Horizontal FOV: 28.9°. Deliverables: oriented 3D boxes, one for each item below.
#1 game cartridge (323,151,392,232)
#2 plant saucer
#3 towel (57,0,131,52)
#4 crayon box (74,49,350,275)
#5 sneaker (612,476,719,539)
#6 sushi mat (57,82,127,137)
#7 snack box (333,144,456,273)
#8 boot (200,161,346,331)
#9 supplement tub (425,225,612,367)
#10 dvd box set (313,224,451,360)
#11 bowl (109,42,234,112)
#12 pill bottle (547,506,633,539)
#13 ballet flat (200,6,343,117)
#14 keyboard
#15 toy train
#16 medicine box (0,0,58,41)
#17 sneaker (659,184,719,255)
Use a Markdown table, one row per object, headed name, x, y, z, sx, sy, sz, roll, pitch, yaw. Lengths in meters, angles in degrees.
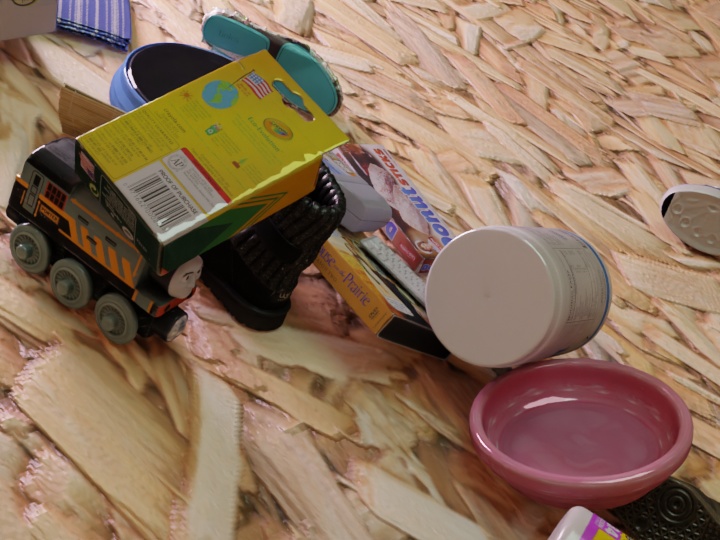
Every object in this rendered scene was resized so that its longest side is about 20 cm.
| name | x | y | z | sx | sy | sz | roll | pitch | yaw |
| --- | --- | --- | --- | --- | --- | --- | --- | --- | --- |
| game cartridge | -0.059 | -0.114 | 1.412 | 0.200 | 0.042 | 0.133 | 42 | 6 | 10 |
| plant saucer | 0.197 | 0.151 | 1.259 | 0.199 | 0.051 | 0.201 | -2 | 28 | 1 |
| towel | -0.360 | -0.314 | 1.596 | 0.199 | 0.024 | 0.145 | 14 | 33 | -21 |
| crayon box | -0.123 | -0.095 | 1.174 | 0.199 | 0.051 | 0.127 | -30 | 67 | -28 |
| sneaker | 0.317 | 0.242 | 1.275 | 0.199 | 0.071 | 0.076 | 30 | 7 | 10 |
| sushi mat | -0.205 | -0.120 | 1.374 | 0.199 | 0.096 | 0.012 | 25 | 68 | -3 |
| snack box | 0.042 | -0.070 | 1.530 | 0.072 | 0.024 | 0.200 | -2 | 42 | -38 |
| boot | -0.111 | -0.065 | 1.294 | 0.211 | 0.158 | 0.079 | 41 | 36 | 21 |
| supplement tub | 0.156 | 0.023 | 1.339 | 0.132 | 0.132 | 0.200 | 40 | 17 | 20 |
| dvd box set | 0.000 | 0.000 | 1.351 | 0.200 | 0.029 | 0.146 | 49 | 13 | 30 |
| bowl | -0.174 | -0.182 | 1.523 | 0.199 | 0.040 | 0.201 | 18 | 34 | -13 |
| pill bottle | 0.226 | 0.282 | 1.102 | 0.199 | 0.105 | 0.104 | 33 | 34 | 10 |
| ballet flat | -0.097 | -0.250 | 1.643 | 0.199 | 0.076 | 0.064 | 35 | 18 | 7 |
| keyboard | 0.077 | 0.038 | 1.366 | 0.200 | 0.011 | 0.056 | 44 | 11 | 7 |
| toy train | -0.222 | -0.024 | 1.203 | 0.200 | 0.114 | 0.085 | 37 | 35 | 15 |
| medicine box | -0.435 | -0.329 | 1.453 | 0.181 | 0.103 | 0.200 | -16 | 52 | -29 |
| sneaker | 0.468 | -0.080 | 1.801 | 0.199 | 0.081 | 0.147 | 18 | 26 | -8 |
